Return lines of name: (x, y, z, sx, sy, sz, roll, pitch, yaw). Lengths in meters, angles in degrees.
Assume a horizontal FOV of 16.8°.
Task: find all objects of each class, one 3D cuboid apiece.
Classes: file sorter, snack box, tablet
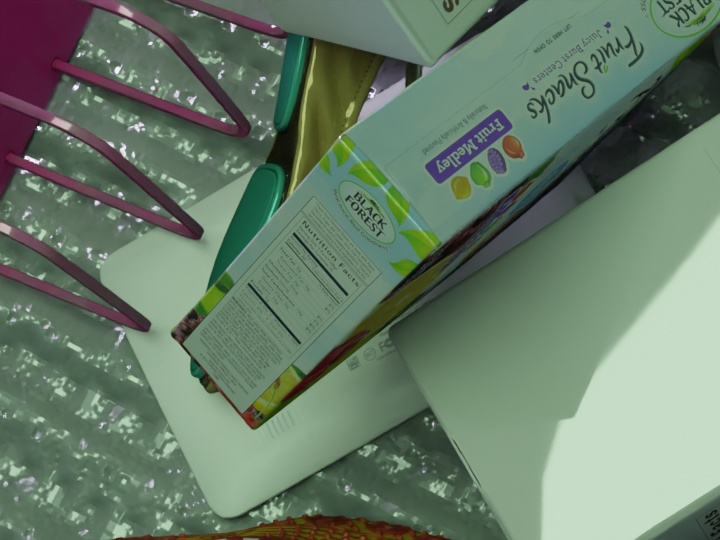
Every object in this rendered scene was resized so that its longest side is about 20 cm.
file sorter: (-0.111, -0.094, 0.990, 0.125, 0.139, 0.201, 21, 80, 24)
snack box: (0.038, -0.039, 0.873, 0.053, 0.142, 0.200, 49, 50, 3)
tablet: (0.000, 0.000, 1.005, 0.199, 0.014, 0.131, -30, 68, 4)

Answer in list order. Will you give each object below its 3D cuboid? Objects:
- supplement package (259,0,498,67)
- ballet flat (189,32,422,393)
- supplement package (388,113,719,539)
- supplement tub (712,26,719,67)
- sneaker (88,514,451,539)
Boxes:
supplement package: (0.034, -0.188, 0.886, 0.200, 0.118, 0.117, -45, 30, -14)
ballet flat: (-0.013, -0.041, 0.973, 0.063, 0.069, 0.202, 15, 96, -13)
supplement package: (0.132, 0.031, 0.902, 0.199, 0.120, 0.122, -32, 68, 4)
supplement tub: (0.195, -0.173, 0.943, 0.131, 0.132, 0.202, -5, 72, 14)
sneaker: (-0.041, 0.139, 0.955, 0.198, 0.073, 0.078, -7, 94, 17)
